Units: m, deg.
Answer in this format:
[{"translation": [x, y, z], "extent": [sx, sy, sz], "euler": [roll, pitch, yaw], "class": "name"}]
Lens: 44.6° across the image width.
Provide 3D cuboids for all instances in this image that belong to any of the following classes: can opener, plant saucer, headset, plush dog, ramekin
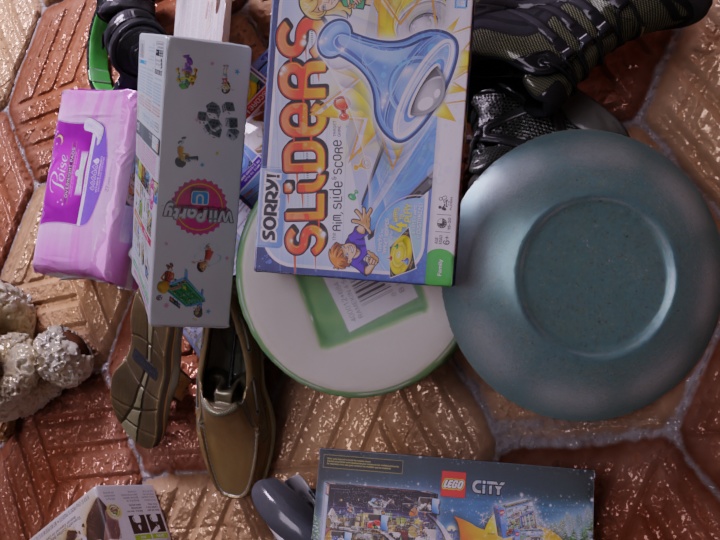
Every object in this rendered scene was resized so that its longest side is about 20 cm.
[{"translation": [-0.019, 0.242, 0.669], "extent": [0.053, 0.067, 0.200], "euler": [-50, 59, 14], "class": "can opener"}, {"translation": [0.154, 0.004, 0.593], "extent": [0.198, 0.039, 0.204], "euler": [0, 90, 1], "class": "plant saucer"}, {"translation": [-0.253, -0.265, 0.922], "extent": [0.200, 0.093, 0.125], "euler": [-42, 57, 40], "class": "headset"}, {"translation": [-0.406, 0.102, 0.913], "extent": [0.199, 0.171, 0.162], "euler": [30, 97, 32], "class": "plush dog"}, {"translation": [0.000, 0.000, 0.668], "extent": [0.197, 0.098, 0.203], "euler": [0, 92, 5], "class": "ramekin"}]

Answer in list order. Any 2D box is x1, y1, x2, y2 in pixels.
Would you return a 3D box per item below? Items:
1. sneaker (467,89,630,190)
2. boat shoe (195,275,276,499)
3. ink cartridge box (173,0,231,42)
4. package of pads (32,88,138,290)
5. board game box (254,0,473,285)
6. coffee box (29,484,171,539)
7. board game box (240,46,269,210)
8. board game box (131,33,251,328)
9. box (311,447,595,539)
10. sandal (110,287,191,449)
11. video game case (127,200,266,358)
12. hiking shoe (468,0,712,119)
[{"translation": [0.099, -0.112, 0.676], "extent": [0.114, 0.076, 0.200], "euler": [-39, 64, -9], "class": "sneaker"}, {"translation": [-0.115, 0.109, 0.748], "extent": [0.071, 0.076, 0.203], "euler": [-1, 104, 6], "class": "boat shoe"}, {"translation": [-0.134, -0.235, 0.824], "extent": [0.199, 0.050, 0.163], "euler": [-17, 68, 62], "class": "ink cartridge box"}, {"translation": [-0.269, -0.084, 0.918], "extent": [0.119, 0.075, 0.203], "euler": [6, 85, 29], "class": "package of pads"}, {"translation": [0.004, -0.095, 0.587], "extent": [0.133, 0.034, 0.203], "euler": [4, 91, 9], "class": "board game box"}, {"translation": [-0.222, 0.315, 0.808], "extent": [0.113, 0.080, 0.201], "euler": [-39, 62, 20], "class": "coffee box"}, {"translation": [-0.047, -0.144, 0.774], "extent": [0.200, 0.034, 0.135], "euler": [-46, 62, -4], "class": "board game box"}, {"translation": [-0.136, -0.075, 0.674], "extent": [0.147, 0.063, 0.203], "euler": [-141, 56, -65], "class": "board game box"}, {"translation": [0.063, 0.204, 0.622], "extent": [0.197, 0.038, 0.138], "euler": [3, 74, 9], "class": "box"}, {"translation": [-0.188, 0.091, 0.830], "extent": [0.080, 0.054, 0.202], "euler": [40, 127, 29], "class": "sandal"}, {"translation": [-0.109, -0.027, 0.824], "extent": [0.200, 0.045, 0.182], "euler": [-49, 59, 15], "class": "video game case"}, {"translation": [0.145, -0.154, 0.615], "extent": [0.197, 0.076, 0.102], "euler": [-6, 74, 16], "class": "hiking shoe"}]
